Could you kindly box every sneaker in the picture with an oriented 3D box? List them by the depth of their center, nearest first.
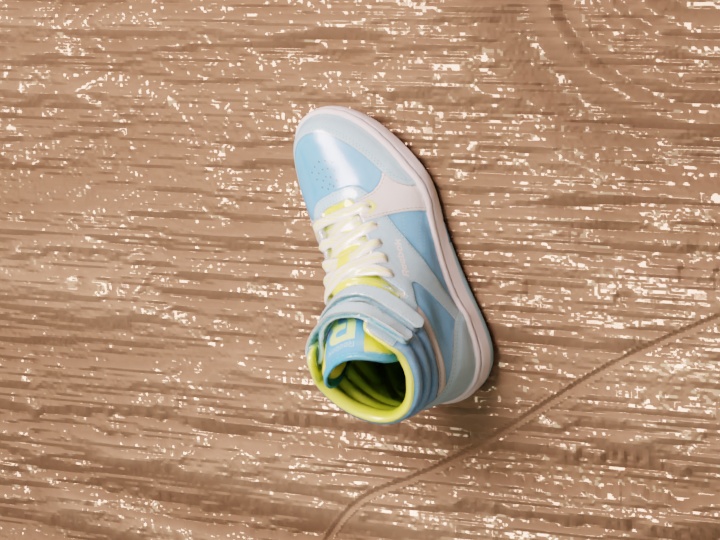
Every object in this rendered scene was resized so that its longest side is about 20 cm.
[{"bbox_3d":[0.000,0.000,1.434,0.080,0.131,0.200,-29,90,31],"label":"sneaker"}]
